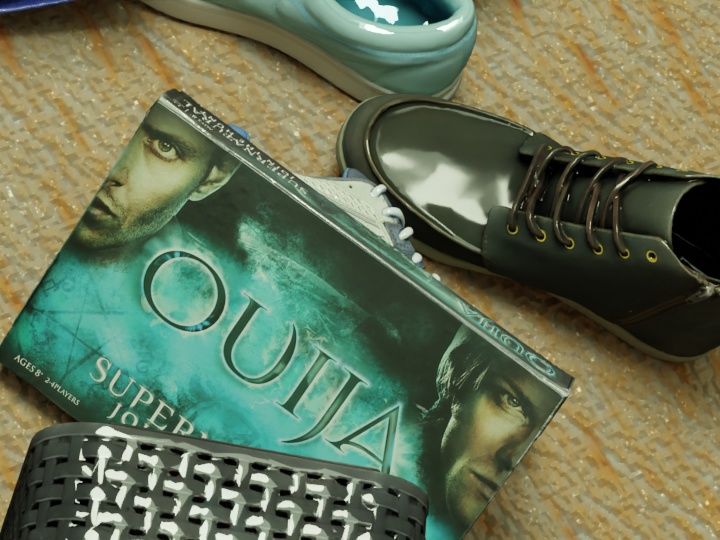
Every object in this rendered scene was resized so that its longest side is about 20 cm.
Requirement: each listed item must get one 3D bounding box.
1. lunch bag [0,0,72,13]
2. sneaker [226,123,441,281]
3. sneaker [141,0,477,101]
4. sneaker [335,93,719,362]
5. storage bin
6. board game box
[{"bbox_3d":[-0.185,-0.203,0.927,0.199,0.124,0.171,-4,66,-14],"label":"lunch bag"},{"bbox_3d":[0.000,0.000,0.916,0.199,0.077,0.085,32,53,-1],"label":"sneaker"},{"bbox_3d":[-0.035,-0.146,0.971,0.199,0.082,0.074,23,60,-4],"label":"sneaker"},{"bbox_3d":[0.090,-0.034,0.932,0.199,0.106,0.075,25,72,-4],"label":"sneaker"},{"bbox_3d":[-0.065,0.138,0.754,0.134,0.200,0.094,11,63,-11],"label":"storage bin"},{"bbox_3d":[-0.032,0.039,0.862,0.200,0.136,0.028,36,17,3],"label":"board game box"}]
